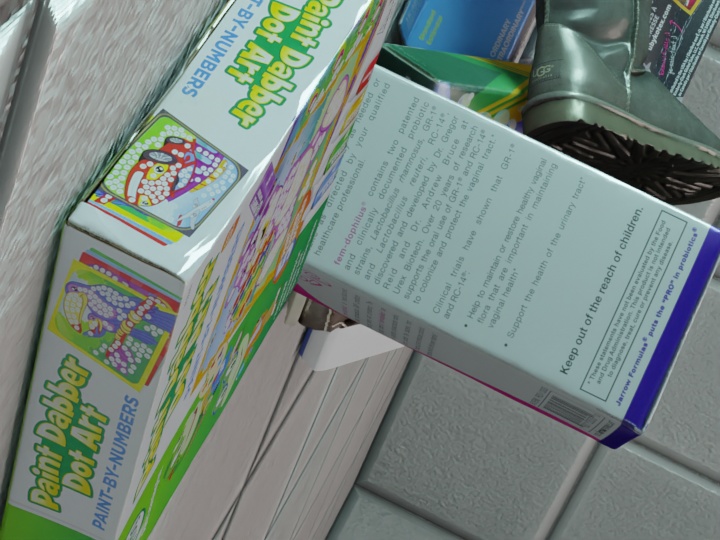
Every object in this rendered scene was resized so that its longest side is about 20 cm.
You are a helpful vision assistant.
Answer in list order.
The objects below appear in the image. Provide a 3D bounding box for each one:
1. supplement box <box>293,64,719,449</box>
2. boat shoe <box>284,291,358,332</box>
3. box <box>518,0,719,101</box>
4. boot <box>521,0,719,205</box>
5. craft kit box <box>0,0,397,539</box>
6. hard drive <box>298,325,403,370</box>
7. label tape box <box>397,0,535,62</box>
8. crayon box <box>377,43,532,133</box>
[{"bbox_3d":[0.055,-0.007,0.939,0.101,0.199,0.104,93,22,-81],"label":"supplement box"},{"bbox_3d":[0.000,0.000,1.249,0.072,0.059,0.200,-65,176,14],"label":"boat shoe"},{"bbox_3d":[0.152,-0.173,1.393,0.133,0.114,0.200,-64,-165,-3],"label":"box"},{"bbox_3d":[0.152,-0.151,1.135,0.181,0.072,0.202,24,59,-46],"label":"boot"},{"bbox_3d":[-0.054,-0.004,0.686,0.198,0.048,0.201,-57,172,-42],"label":"craft kit box"},{"bbox_3d":[0.039,-0.023,1.432,0.131,0.025,0.201,-15,139,-41],"label":"hard drive"},{"bbox_3d":[0.079,-0.172,1.200,0.200,0.063,0.145,78,37,-84],"label":"label tape box"},{"bbox_3d":[0.064,-0.054,1.140,0.199,0.051,0.127,-1,120,-51],"label":"crayon box"}]
